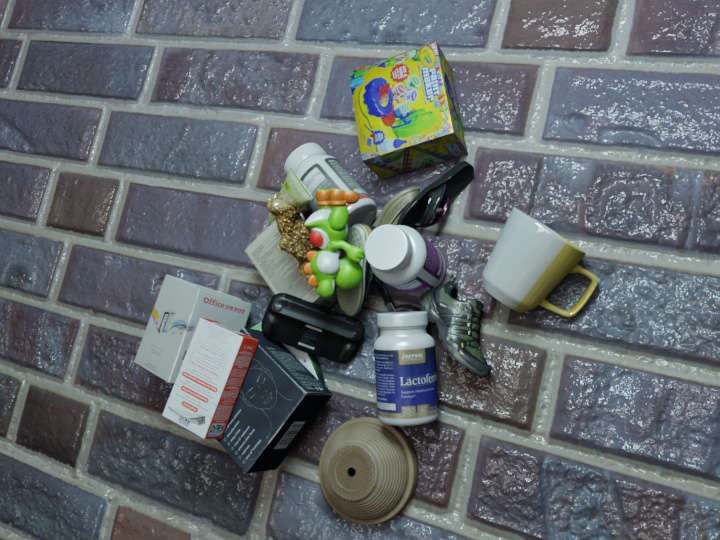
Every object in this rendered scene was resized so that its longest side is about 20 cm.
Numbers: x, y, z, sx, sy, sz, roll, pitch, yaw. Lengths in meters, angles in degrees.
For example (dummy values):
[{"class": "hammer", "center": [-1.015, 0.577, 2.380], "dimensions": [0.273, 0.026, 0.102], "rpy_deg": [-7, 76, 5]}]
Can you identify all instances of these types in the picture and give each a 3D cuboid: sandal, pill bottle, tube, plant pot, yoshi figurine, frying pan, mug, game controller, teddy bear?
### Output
[{"class": "sandal", "center": [0.149, -0.133, 1.374], "dimensions": [0.200, 0.075, 0.048], "rpy_deg": [-42, 56, -4]}, {"class": "pill bottle", "center": [0.083, 0.178, 1.312], "dimensions": [0.115, 0.116, 0.201], "rpy_deg": [-4, 89, 23]}, {"class": "pill bottle", "center": [0.082, -0.022, 1.328], "dimensions": [0.112, 0.200, 0.113], "rpy_deg": [-5, 76, 22]}, {"class": "tube", "center": [-0.148, -0.143, 1.466], "dimensions": [0.058, 0.200, 0.052], "rpy_deg": [18, 68, -15]}, {"class": "plant pot", "center": [0.000, 0.379, 1.336], "dimensions": [0.200, 0.093, 0.202], "rpy_deg": [-5, 78, 23]}, {"class": "yoshi figurine", "center": [-0.036, -0.048, 1.313], "dimensions": [0.111, 0.112, 0.201], "rpy_deg": [7, 94, 17]}, {"class": "pill bottle", "center": [-0.066, -0.165, 1.472], "dimensions": [0.114, 0.114, 0.200], "rpy_deg": [-44, 65, 9]}, {"class": "frying pan", "center": [0.082, 0.086, 1.403], "dimensions": [0.114, 0.031, 0.191], "rpy_deg": [-11, 77, 20]}, {"class": "mug", "center": [0.308, 0.000, 1.261], "dimensions": [0.186, 0.149, 0.154], "rpy_deg": [40, 104, 32]}, {"class": "game controller", "center": [-0.095, 0.117, 1.406], "dimensions": [0.199, 0.042, 0.105], "rpy_deg": [21, 121, -8]}, {"class": "teddy bear", "center": [-0.122, -0.060, 1.378], "dimensions": [0.067, 0.200, 0.145], "rpy_deg": [-29, 26, 10]}]

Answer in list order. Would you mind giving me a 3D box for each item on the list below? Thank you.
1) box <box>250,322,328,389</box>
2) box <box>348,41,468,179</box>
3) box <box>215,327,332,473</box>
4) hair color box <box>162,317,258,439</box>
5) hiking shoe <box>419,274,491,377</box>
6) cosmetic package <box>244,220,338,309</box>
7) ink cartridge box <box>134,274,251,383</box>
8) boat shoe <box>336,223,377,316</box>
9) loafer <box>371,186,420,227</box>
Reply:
[{"class": "box", "center": [-0.164, 0.194, 1.481], "dimensions": [0.144, 0.036, 0.201], "rpy_deg": [-29, 70, 15]}, {"class": "box", "center": [0.096, -0.318, 1.431], "dimensions": [0.192, 0.122, 0.201], "rpy_deg": [-15, 73, 19]}, {"class": "box", "center": [-0.200, 0.255, 1.395], "dimensions": [0.196, 0.124, 0.200], "rpy_deg": [40, 97, 25]}, {"class": "hair color box", "center": [-0.284, 0.204, 1.345], "dimensions": [0.111, 0.064, 0.201], "rpy_deg": [20, 86, 26]}, {"class": "hiking shoe", "center": [0.194, 0.103, 1.321], "dimensions": [0.101, 0.076, 0.200], "rpy_deg": [-40, 65, 14]}, {"class": "cosmetic package", "center": [-0.139, 0.005, 1.481], "dimensions": [0.103, 0.087, 0.200], "rpy_deg": [-41, 67, 12]}, {"class": "ink cartridge box", "center": [-0.353, 0.132, 1.499], "dimensions": [0.144, 0.147, 0.201], "rpy_deg": [16, 85, 42]}, {"class": "boat shoe", "center": [0.000, 0.000, 1.387], "dimensions": [0.075, 0.062, 0.201], "rpy_deg": [33, 125, 39]}, {"class": "loafer", "center": [0.063, -0.081, 1.424], "dimensions": [0.067, 0.076, 0.200], "rpy_deg": [46, 111, 17]}]
